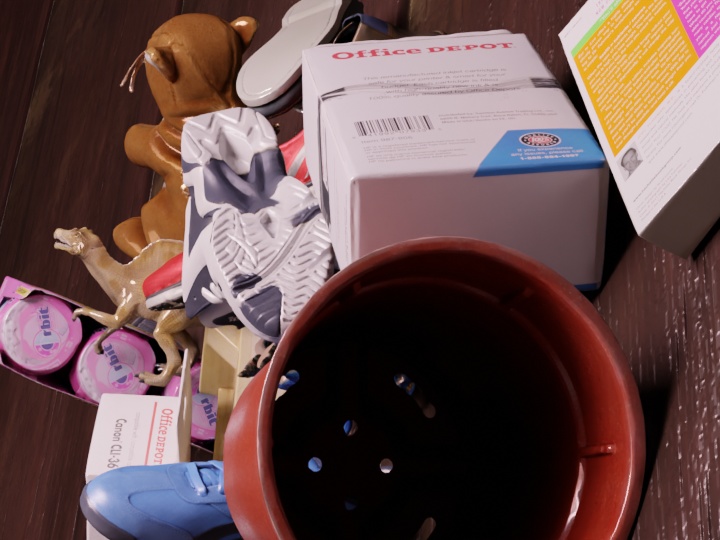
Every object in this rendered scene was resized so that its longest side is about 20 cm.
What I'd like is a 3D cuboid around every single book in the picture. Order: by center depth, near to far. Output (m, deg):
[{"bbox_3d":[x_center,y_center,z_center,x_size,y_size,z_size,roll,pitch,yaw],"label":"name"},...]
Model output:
[{"bbox_3d":[0.179,-0.117,1.204,0.134,0.048,0.200,-53,25,26],"label":"book"}]

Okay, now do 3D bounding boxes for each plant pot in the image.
[{"bbox_3d":[0.019,0.096,1.176,0.195,0.200,0.202,155,136,-72],"label":"plant pot"}]

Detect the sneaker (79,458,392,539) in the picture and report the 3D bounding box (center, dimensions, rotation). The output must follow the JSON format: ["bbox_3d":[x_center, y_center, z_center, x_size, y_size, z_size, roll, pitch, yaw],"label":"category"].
[{"bbox_3d":[-0.063,0.128,1.309,0.079,0.199,0.066,-64,30,30],"label":"sneaker"}]

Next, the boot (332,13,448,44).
[{"bbox_3d":[0.012,-0.152,1.580,0.075,0.097,0.200,-68,20,-4],"label":"boot"}]

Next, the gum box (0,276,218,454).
[{"bbox_3d":[-0.189,0.070,1.686,0.066,0.199,0.113,-67,19,-5],"label":"gum box"}]

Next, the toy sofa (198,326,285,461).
[{"bbox_3d":[-0.067,0.124,1.520,0.201,0.097,0.083,-89,6,-47],"label":"toy sofa"}]

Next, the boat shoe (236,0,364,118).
[{"bbox_3d":[-0.033,-0.149,1.624,0.072,0.062,0.200,-19,21,22],"label":"boat shoe"}]

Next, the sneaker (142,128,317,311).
[{"bbox_3d":[-0.074,-0.044,1.543,0.200,0.085,0.077,-36,-13,14],"label":"sneaker"}]

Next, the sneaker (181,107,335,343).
[{"bbox_3d":[-0.065,0.006,1.395,0.199,0.079,0.130,-122,23,-44],"label":"sneaker"}]

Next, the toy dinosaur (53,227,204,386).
[{"bbox_3d":[-0.130,0.029,1.600,0.058,0.199,0.102,-106,33,-75],"label":"toy dinosaur"}]

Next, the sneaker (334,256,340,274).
[{"bbox_3d":[0.000,0.000,1.478,0.075,0.088,0.200,-35,-5,-6],"label":"sneaker"}]

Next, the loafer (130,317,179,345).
[{"bbox_3d":[-0.178,0.124,1.795,0.063,0.072,0.201,-53,26,42],"label":"loafer"}]

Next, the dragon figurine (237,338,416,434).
[{"bbox_3d":[-0.020,0.071,1.450,0.059,0.099,0.200,-55,8,-14],"label":"dragon figurine"}]

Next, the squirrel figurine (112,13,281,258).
[{"bbox_3d":[-0.100,-0.092,1.668,0.200,0.141,0.188,38,137,52],"label":"squirrel figurine"}]

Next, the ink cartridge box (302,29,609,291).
[{"bbox_3d":[0.049,-0.063,1.299,0.200,0.144,0.085,-109,16,-62],"label":"ink cartridge box"}]

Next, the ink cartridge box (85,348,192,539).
[{"bbox_3d":[-0.153,0.164,1.554,0.117,0.067,0.201,-93,6,-65],"label":"ink cartridge box"}]
